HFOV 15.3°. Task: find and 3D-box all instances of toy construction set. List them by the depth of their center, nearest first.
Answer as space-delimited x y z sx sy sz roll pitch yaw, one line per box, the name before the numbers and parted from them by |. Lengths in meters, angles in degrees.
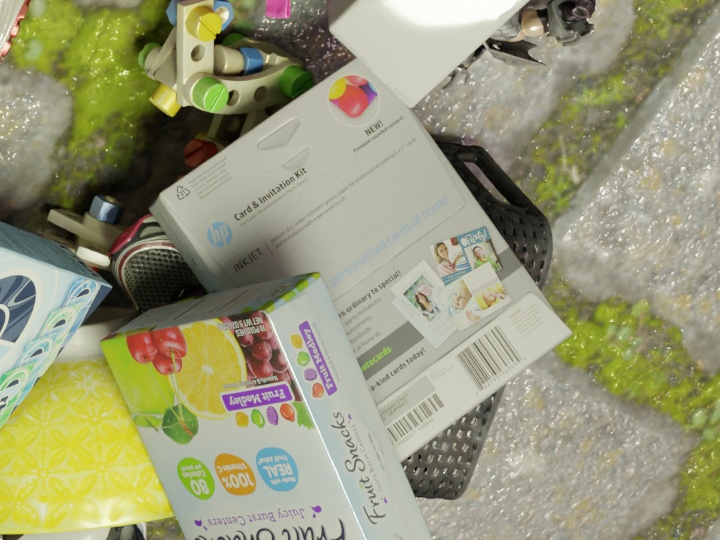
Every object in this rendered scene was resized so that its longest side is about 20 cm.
toy construction set | -0.099 -0.065 1.564 0.131 0.092 0.200 11 120 -45

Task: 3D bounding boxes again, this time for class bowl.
bowl | -0.166 0.081 1.580 0.199 0.200 0.108 -8 99 -21

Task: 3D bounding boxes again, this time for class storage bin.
storage bin | 0.025 0.029 1.652 0.093 0.135 0.201 5 117 -28

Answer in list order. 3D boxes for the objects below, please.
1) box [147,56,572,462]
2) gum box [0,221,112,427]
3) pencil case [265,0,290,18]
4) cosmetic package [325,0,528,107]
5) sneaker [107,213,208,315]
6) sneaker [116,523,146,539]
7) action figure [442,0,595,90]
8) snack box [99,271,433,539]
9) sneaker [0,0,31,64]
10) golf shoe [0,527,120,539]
box | 0.000 0.000 1.511 0.156 0.041 0.200 -36 91 -19
gum box | -0.236 0.048 1.417 0.170 0.045 0.200 -52 159 5
pencil case | -0.078 -0.235 1.474 0.088 0.088 0.200 -40 125 2
cosmetic package | 0.074 -0.194 1.492 0.200 0.102 0.071 -42 108 16
sneaker | -0.064 0.046 1.540 0.200 0.075 0.081 43 116 -12
sneaker | -0.137 0.230 1.742 0.200 0.070 0.109 29 106 -32
action figure | 0.095 -0.192 1.595 0.130 0.069 0.200 15 115 -37
snack box | -0.046 0.109 1.466 0.053 0.142 0.201 -33 106 -42
sneaker | -0.213 -0.175 1.466 0.082 0.078 0.200 22 109 -13
golf shoe | -0.238 0.171 1.645 0.200 0.078 0.095 -31 128 0
